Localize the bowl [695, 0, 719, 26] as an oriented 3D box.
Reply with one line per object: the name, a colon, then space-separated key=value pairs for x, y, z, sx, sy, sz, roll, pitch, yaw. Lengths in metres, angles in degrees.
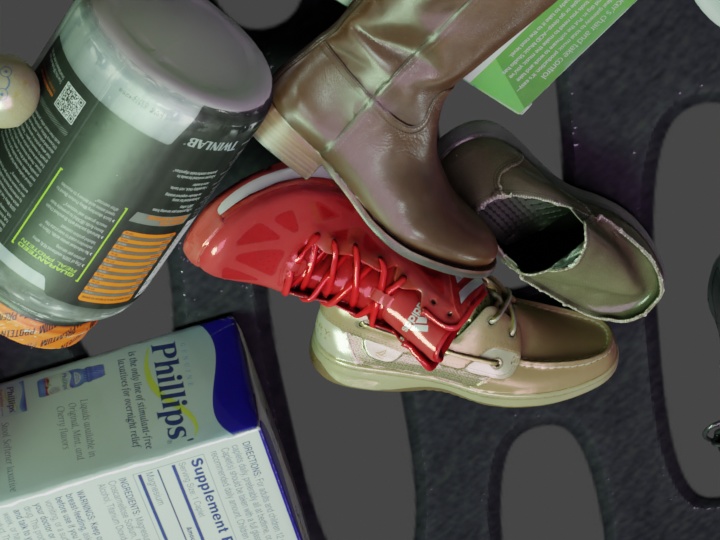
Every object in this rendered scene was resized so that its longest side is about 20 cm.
bowl: x=0.286 y=-0.188 z=1.436 sx=0.201 sy=0.090 sz=0.201 roll=-13 pitch=130 yaw=-16

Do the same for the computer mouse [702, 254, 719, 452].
computer mouse: x=0.301 y=0.054 z=1.712 sx=0.140 sy=0.046 sz=0.200 roll=-10 pitch=133 yaw=-5

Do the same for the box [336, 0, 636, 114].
box: x=0.065 y=-0.184 z=1.441 sx=0.200 sy=0.036 sz=0.144 roll=30 pitch=119 yaw=-33

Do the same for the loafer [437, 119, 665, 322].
loafer: x=0.117 y=-0.015 z=1.584 sx=0.200 sy=0.070 sz=0.075 roll=31 pitch=118 yaw=-35

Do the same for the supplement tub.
supplement tub: x=-0.146 y=-0.058 z=1.439 sx=0.122 sy=0.123 sz=0.200 roll=20 pitch=124 yaw=-29

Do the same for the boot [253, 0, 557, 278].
boot: x=0.063 y=-0.106 z=1.438 sx=0.186 sy=0.064 sz=0.200 roll=32 pitch=115 yaw=-26

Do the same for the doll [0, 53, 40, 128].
doll: x=-0.270 y=-0.101 z=1.369 sx=0.200 sy=0.137 sz=0.048 roll=6 pitch=161 yaw=-5

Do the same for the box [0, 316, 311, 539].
box: x=-0.143 y=0.150 z=1.642 sx=0.200 sy=0.105 sz=0.184 roll=-16 pitch=133 yaw=1

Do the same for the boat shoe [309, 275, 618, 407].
boat shoe: x=0.071 y=0.039 z=1.621 sx=0.200 sy=0.071 sz=0.065 roll=1 pitch=132 yaw=-14

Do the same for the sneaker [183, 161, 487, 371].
sneaker: x=0.000 y=0.000 z=1.494 sx=0.200 sy=0.116 sz=0.078 roll=-8 pitch=140 yaw=-42
